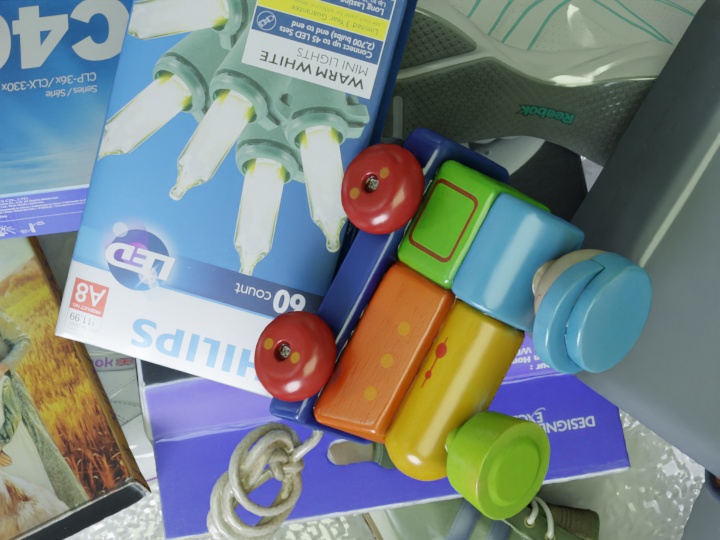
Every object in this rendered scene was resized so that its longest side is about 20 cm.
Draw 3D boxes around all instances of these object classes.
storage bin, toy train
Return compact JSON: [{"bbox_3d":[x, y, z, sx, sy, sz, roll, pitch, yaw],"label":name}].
[{"bbox_3d":[0.162,-0.004,1.139,0.134,0.146,0.200,29,95,-17],"label":"storage bin"},{"bbox_3d":[0.021,0.059,1.097,0.116,0.085,0.200,31,95,39],"label":"toy train"}]

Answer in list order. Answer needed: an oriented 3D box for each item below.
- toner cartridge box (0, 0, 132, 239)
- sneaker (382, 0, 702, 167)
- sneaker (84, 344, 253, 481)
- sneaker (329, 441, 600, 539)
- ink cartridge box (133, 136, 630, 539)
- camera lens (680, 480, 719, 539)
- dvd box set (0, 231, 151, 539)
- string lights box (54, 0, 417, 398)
[{"bbox_3d":[-0.118,-0.067,1.218,0.199,0.043,0.095,-7,67,2],"label":"toner cartridge box"},{"bbox_3d":[0.057,-0.094,1.205,0.200,0.080,0.071,12,137,-16],"label":"sneaker"},{"bbox_3d":[-0.107,0.046,1.260,0.199,0.075,0.100,-24,99,1],"label":"sneaker"},{"bbox_3d":[0.059,0.117,1.282,0.090,0.067,0.201,-28,104,2],"label":"sneaker"},{"bbox_3d":[0.000,0.000,1.226,0.197,0.043,0.201,-10,67,-2],"label":"ink cartridge box"},{"bbox_3d":[0.250,0.144,1.225,0.200,0.160,0.160,30,96,-21],"label":"camera lens"},{"bbox_3d":[-0.191,0.036,1.233,0.146,0.029,0.200,-26,69,1],"label":"dvd box set"},{"bbox_3d":[-0.043,-0.061,1.135,0.102,0.059,0.201,16,109,2],"label":"string lights box"}]
